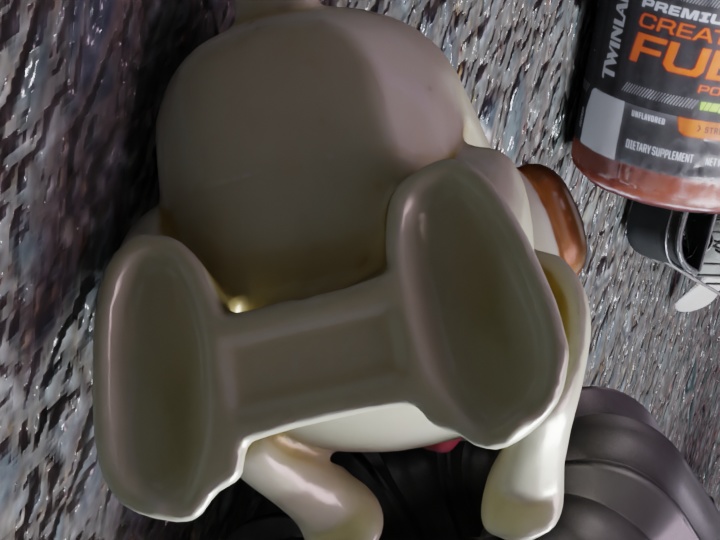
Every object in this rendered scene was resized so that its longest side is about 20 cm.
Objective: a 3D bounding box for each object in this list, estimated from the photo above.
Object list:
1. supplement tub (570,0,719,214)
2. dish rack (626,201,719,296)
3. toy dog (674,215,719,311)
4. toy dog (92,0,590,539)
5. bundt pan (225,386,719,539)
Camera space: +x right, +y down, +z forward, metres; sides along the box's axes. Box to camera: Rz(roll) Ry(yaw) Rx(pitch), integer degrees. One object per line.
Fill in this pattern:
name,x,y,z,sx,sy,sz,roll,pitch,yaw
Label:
supplement tub,0.169,-0.137,1.235,0.107,0.106,0.202,-36,137,-65
dish rack,0.237,-0.052,1.514,0.200,0.054,0.155,27,78,-49
toy dog,0.252,-0.028,1.674,0.200,0.096,0.133,38,70,-56
toy dog,0.000,0.000,0.797,0.200,0.139,0.195,28,41,-71
bundt pan,0.030,0.106,0.864,0.076,0.201,0.202,64,35,-24
